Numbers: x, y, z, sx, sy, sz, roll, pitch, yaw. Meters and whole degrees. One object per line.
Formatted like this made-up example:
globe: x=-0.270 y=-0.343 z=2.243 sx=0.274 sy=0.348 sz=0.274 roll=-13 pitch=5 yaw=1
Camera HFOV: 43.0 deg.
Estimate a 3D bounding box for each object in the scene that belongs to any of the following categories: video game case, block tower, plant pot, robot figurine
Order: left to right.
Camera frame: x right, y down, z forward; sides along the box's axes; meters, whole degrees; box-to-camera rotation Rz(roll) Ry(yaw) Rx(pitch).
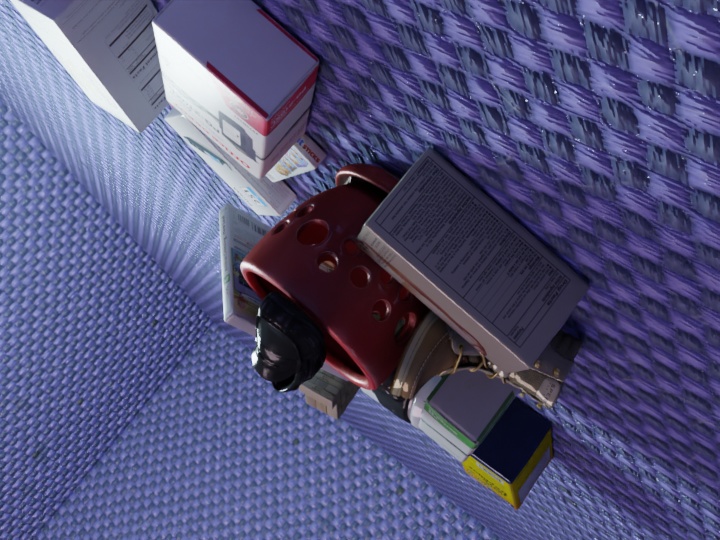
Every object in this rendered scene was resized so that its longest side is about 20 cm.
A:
video game case: x=-0.090 y=0.027 z=1.131 sx=0.199 sy=0.022 sz=0.184 roll=31 pitch=-146 yaw=-36
plant pot: x=-0.004 y=-0.003 z=0.993 sx=0.199 sy=0.183 sz=0.201 roll=37 pitch=167 yaw=10
block tower: x=-0.004 y=0.104 z=1.200 sx=0.053 sy=0.200 sz=0.058 roll=23 pitch=142 yaw=22
robot figurine: x=0.078 y=0.168 z=1.463 sx=0.199 sy=0.150 sz=0.126 roll=31 pitch=149 yaw=30

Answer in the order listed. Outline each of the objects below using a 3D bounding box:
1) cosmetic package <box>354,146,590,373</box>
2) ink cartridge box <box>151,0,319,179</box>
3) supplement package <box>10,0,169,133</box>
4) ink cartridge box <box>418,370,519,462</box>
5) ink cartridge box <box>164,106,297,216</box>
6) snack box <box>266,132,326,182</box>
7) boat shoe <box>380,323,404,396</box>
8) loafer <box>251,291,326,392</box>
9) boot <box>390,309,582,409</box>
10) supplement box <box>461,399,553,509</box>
cosmetic package: x=0.102 y=-0.006 z=0.867 sx=0.200 sy=0.104 sz=0.087 roll=42 pitch=168 yaw=1
ink cartridge box: x=-0.127 y=-0.193 z=0.936 sx=0.144 sy=0.085 sz=0.200 roll=41 pitch=167 yaw=1
supplement package: x=-0.304 y=-0.282 z=1.089 sx=0.113 sy=0.110 sz=0.201 roll=32 pitch=165 yaw=31
ink cartridge box: x=0.148 y=0.152 z=1.154 sx=0.083 sy=0.147 sz=0.200 roll=37 pitch=166 yaw=12
ink cartridge box: x=-0.201 y=-0.164 z=1.330 sx=0.200 sy=0.045 sz=0.176 roll=47 pitch=165 yaw=-23
snack box: x=-0.103 y=-0.150 z=1.143 sx=0.072 sy=0.024 sz=0.200 roll=45 pitch=166 yaw=-15
boat shoe: x=0.045 y=0.116 z=1.139 sx=0.057 sy=0.067 sz=0.200 roll=33 pitch=-167 yaw=8
loafer: x=-0.075 y=0.080 z=0.916 sx=0.068 sy=0.071 sz=0.201 roll=38 pitch=166 yaw=15
boot: x=0.133 y=0.094 z=0.938 sx=0.154 sy=0.200 sz=0.073 roll=35 pitch=135 yaw=14
supplement box: x=0.227 y=0.281 z=1.432 sx=0.109 sy=0.109 sz=0.201 roll=33 pitch=165 yaw=25
